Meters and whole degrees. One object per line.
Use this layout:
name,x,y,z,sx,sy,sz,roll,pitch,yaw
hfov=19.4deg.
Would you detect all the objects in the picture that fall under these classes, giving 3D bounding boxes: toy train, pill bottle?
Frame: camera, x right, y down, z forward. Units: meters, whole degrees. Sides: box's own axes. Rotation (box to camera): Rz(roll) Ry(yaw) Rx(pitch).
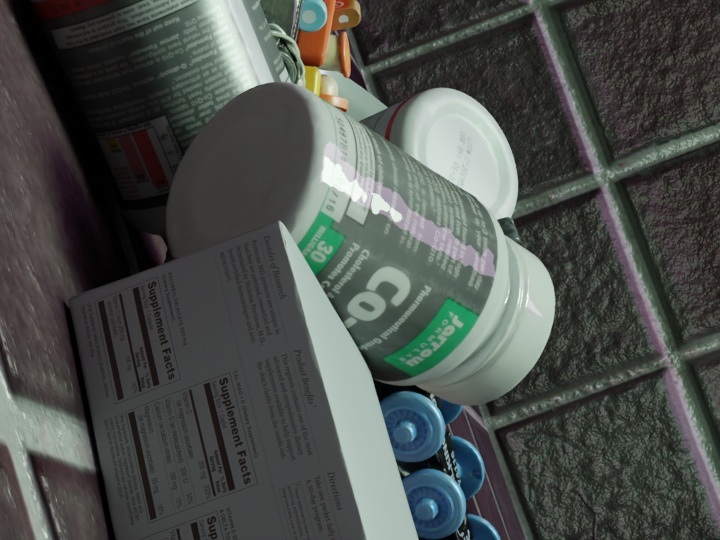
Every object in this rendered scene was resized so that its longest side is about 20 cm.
toy train,-0.026,-0.168,1.475,0.200,0.056,0.150,-96,-166,-68
pill bottle,-0.094,-0.090,1.158,0.116,0.116,0.200,-91,160,-73
pill bottle,0.001,-0.043,1.427,0.109,0.200,0.109,18,63,-39
toy train,0.017,0.140,1.325,0.087,0.114,0.200,-49,127,-67
pill bottle,0.005,-0.008,1.103,0.200,0.113,0.113,30,32,-39

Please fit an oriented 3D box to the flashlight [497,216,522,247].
flashlight,0.008,0.031,1.260,0.068,0.200,0.068,-92,160,-73

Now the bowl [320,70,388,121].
bowl,-0.036,-0.083,1.625,0.201,0.090,0.201,34,19,-13

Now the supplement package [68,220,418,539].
supplement package,-0.042,0.111,0.979,0.156,0.111,0.200,61,11,-55

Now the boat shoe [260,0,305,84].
boat shoe,-0.067,-0.121,1.300,0.072,0.071,0.200,50,48,-38
